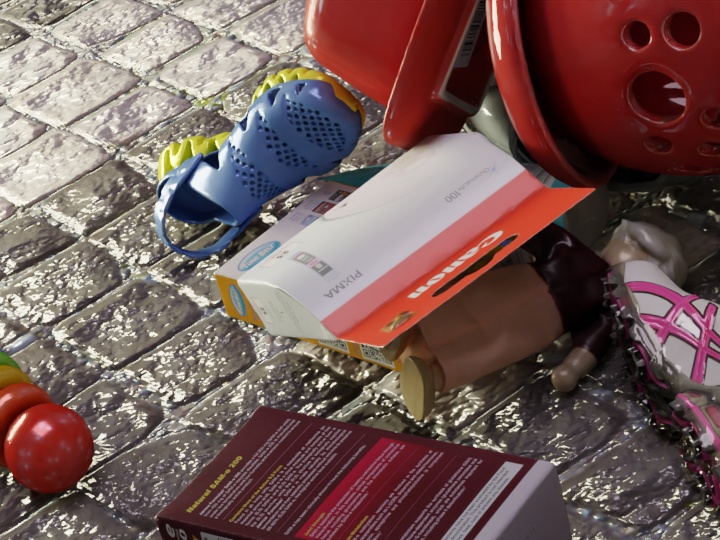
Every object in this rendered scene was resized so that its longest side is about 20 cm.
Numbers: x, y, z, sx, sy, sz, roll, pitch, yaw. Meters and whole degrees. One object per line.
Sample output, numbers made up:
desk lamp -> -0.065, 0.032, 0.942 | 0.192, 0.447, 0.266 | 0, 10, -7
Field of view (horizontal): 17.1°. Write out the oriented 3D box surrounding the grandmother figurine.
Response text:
grandmother figurine -> 0.107, 0.017, 1.439 | 0.199, 0.122, 0.061 | -18, -11, -20

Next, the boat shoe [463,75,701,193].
boat shoe -> 0.137, -0.095, 1.592 | 0.200, 0.070, 0.071 | 15, 22, 36

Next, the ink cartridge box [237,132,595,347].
ink cartridge box -> 0.027, -0.021, 1.411 | 0.162, 0.057, 0.200 | -37, 9, -16

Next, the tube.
tube -> 0.071, -0.054, 1.592 | 0.200, 0.051, 0.077 | 11, 9, 40

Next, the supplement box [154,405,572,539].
supplement box -> 0.001, 0.141, 1.299 | 0.199, 0.061, 0.109 | 10, 39, 34

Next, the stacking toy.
stacking toy -> -0.237, 0.084, 1.495 | 0.085, 0.086, 0.200 | -33, 41, -26

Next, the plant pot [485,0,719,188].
plant pot -> 0.185, -0.152, 1.447 | 0.182, 0.201, 0.201 | -9, 31, 27

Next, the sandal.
sandal -> -0.073, -0.065, 1.615 | 0.200, 0.079, 0.087 | -33, 26, 42

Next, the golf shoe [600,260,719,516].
golf shoe -> 0.200, 0.056, 1.336 | 0.092, 0.073, 0.200 | -21, 39, -6

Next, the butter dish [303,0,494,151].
butter dish -> 0.022, -0.190, 1.549 | 0.147, 0.201, 0.199 | 23, 3, 12

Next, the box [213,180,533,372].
box -> 0.000, 0.000, 1.546 | 0.200, 0.042, 0.119 | 18, 45, 39
